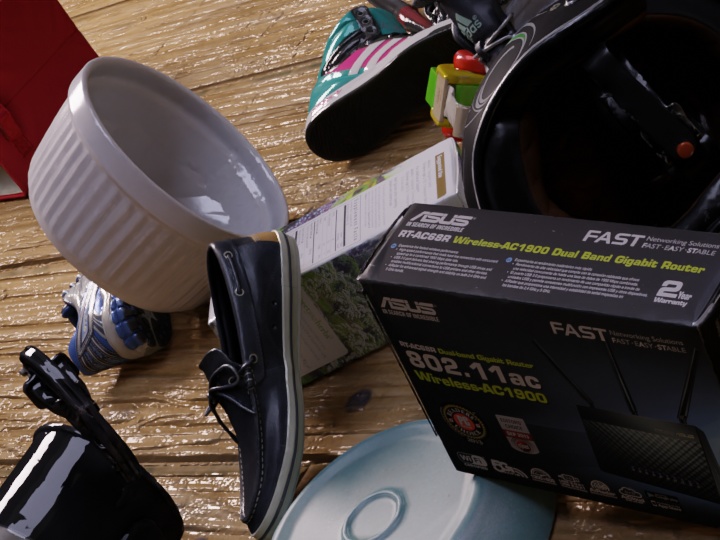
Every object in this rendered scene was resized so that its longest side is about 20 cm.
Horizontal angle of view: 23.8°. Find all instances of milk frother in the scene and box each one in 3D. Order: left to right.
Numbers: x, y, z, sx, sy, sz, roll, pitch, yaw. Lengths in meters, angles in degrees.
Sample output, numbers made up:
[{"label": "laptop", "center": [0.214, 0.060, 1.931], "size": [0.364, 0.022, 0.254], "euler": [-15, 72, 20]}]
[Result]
[{"label": "milk frother", "center": [-0.204, 0.171, 1.010], "size": [0.180, 0.200, 0.188], "euler": [0, 44, 43]}]

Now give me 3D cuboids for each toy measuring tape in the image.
[{"label": "toy measuring tape", "center": [0.090, -0.120, 1.242], "size": [0.073, 0.074, 0.200], "euler": [-34, 14, 5]}]

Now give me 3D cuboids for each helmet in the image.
[{"label": "helmet", "center": [0.156, -0.075, 0.988], "size": [0.199, 0.201, 0.191], "euler": [-26, 2, 19]}]

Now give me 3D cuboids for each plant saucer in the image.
[{"label": "plant saucer", "center": [0.015, 0.150, 0.966], "size": [0.199, 0.036, 0.200], "euler": [-27, 29, 16]}]

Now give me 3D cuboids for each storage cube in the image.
[{"label": "storage cube", "center": [-0.401, -0.195, 1.832], "size": [0.199, 0.171, 0.180], "euler": [-2, 42, 48]}]

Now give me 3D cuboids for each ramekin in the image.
[{"label": "ramekin", "center": [-0.163, -0.060, 1.328], "size": [0.105, 0.200, 0.201], "euler": [-46, 23, 22]}]

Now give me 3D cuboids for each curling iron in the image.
[{"label": "curling iron", "center": [0.047, -0.235, 1.529], "size": [0.200, 0.025, 0.050], "euler": [34, 110, 65]}]

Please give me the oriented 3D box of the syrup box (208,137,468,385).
[{"label": "syrup box", "center": [0.000, 0.000, 1.168], "size": [0.199, 0.079, 0.082], "euler": [-28, 28, 16]}]

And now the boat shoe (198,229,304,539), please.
[{"label": "boat shoe", "center": [-0.071, 0.070, 1.077], "size": [0.075, 0.062, 0.201], "euler": [136, 135, -65]}]

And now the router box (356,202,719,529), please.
[{"label": "router box", "center": [0.113, 0.047, 0.850], "size": [0.199, 0.150, 0.062], "euler": [7, 47, 39]}]

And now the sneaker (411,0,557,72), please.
[{"label": "sneaker", "center": [0.092, -0.139, 1.134], "size": [0.078, 0.139, 0.201], "euler": [-46, 19, 53]}]

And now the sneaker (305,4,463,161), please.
[{"label": "sneaker", "center": [0.041, -0.179, 1.402], "size": [0.199, 0.084, 0.121], "euler": [-27, 38, 21]}]

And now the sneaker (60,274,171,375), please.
[{"label": "sneaker", "center": [-0.207, 0.012, 1.395], "size": [0.085, 0.077, 0.200], "euler": [-33, 27, 16]}]
